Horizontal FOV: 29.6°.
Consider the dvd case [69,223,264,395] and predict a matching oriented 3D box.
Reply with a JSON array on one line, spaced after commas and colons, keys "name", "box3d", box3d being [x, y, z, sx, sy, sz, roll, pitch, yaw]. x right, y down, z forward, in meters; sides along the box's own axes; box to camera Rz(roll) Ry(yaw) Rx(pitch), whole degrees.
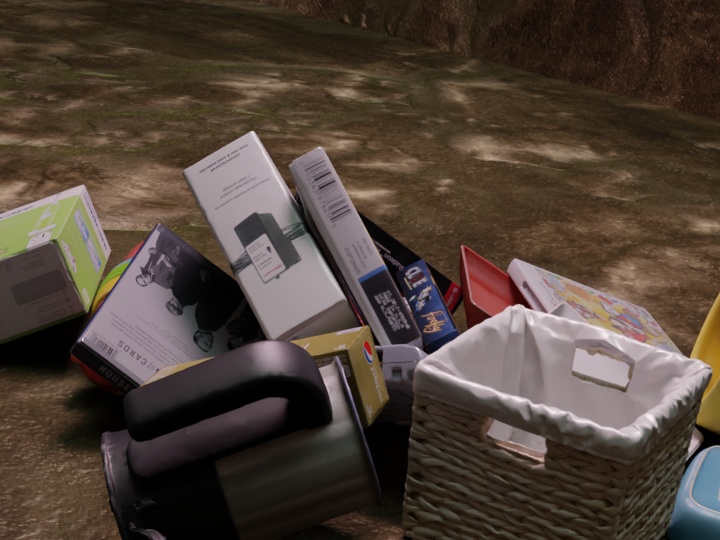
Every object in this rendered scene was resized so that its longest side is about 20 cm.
[{"name": "dvd case", "box3d": [-0.170, 0.057, 1.282, 0.150, 0.025, 0.201, 38, 36, -10]}]

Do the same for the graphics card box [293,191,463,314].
[{"name": "graphics card box", "box3d": [0.013, -0.017, 1.554, 0.199, 0.051, 0.125, 37, -7, -21]}]

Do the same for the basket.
[{"name": "basket", "box3d": [0.160, 0.148, 1.129, 0.196, 0.163, 0.199, 17, 20, 28]}]

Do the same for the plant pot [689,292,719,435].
[{"name": "plant pot", "box3d": [0.453, 0.098, 1.389, 0.187, 0.203, 0.201, 25, 20, 4]}]

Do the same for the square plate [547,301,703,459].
[{"name": "square plate", "box3d": [0.229, 0.129, 1.320, 0.200, 0.029, 0.198, 45, 30, 12]}]

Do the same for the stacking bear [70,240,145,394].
[{"name": "stacking bear", "box3d": [-0.219, 0.053, 1.350, 0.120, 0.115, 0.200, 9, 23, 6]}]

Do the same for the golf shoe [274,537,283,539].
[{"name": "golf shoe", "box3d": [-0.072, 0.156, 1.157, 0.096, 0.080, 0.200, 9, 16, 23]}]

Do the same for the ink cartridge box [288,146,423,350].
[{"name": "ink cartridge box", "box3d": [0.000, 0.000, 1.300, 0.047, 0.199, 0.200, -29, -10, -1]}]

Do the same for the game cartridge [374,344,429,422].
[{"name": "game cartridge", "box3d": [-0.007, 0.105, 1.224, 0.197, 0.041, 0.133, -5, -26, 27]}]

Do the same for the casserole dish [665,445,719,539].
[{"name": "casserole dish", "box3d": [0.344, 0.209, 1.231, 0.120, 0.039, 0.200, 14, 20, 19]}]

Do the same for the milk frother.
[{"name": "milk frother", "box3d": [-0.076, 0.171, 0.958, 0.186, 0.181, 0.202, -18, 66, -3]}]

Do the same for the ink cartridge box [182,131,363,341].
[{"name": "ink cartridge box", "box3d": [-0.076, -0.008, 1.295, 0.082, 0.202, 0.147, -29, -22, 0]}]

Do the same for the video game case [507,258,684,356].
[{"name": "video game case", "box3d": [0.276, 0.065, 1.527, 0.198, 0.023, 0.183, 20, 21, -24]}]

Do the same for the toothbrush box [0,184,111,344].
[{"name": "toothbrush box", "box3d": [-0.348, -0.003, 1.404, 0.144, 0.087, 0.200, -20, 20, 2]}]

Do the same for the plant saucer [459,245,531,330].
[{"name": "plant saucer", "box3d": [0.184, 0.068, 1.480, 0.198, 0.037, 0.200, 34, 15, -10]}]

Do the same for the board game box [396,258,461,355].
[{"name": "board game box", "box3d": [0.091, 0.084, 1.347, 0.034, 0.137, 0.200, -26, 21, 3]}]

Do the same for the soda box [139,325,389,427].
[{"name": "soda box", "box3d": [-0.082, 0.103, 1.121, 0.197, 0.069, 0.064, -12, 12, 20]}]

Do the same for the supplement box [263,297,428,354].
[{"name": "supplement box", "box3d": [-0.018, 0.072, 1.446, 0.108, 0.062, 0.199, 23, 24, 36]}]
